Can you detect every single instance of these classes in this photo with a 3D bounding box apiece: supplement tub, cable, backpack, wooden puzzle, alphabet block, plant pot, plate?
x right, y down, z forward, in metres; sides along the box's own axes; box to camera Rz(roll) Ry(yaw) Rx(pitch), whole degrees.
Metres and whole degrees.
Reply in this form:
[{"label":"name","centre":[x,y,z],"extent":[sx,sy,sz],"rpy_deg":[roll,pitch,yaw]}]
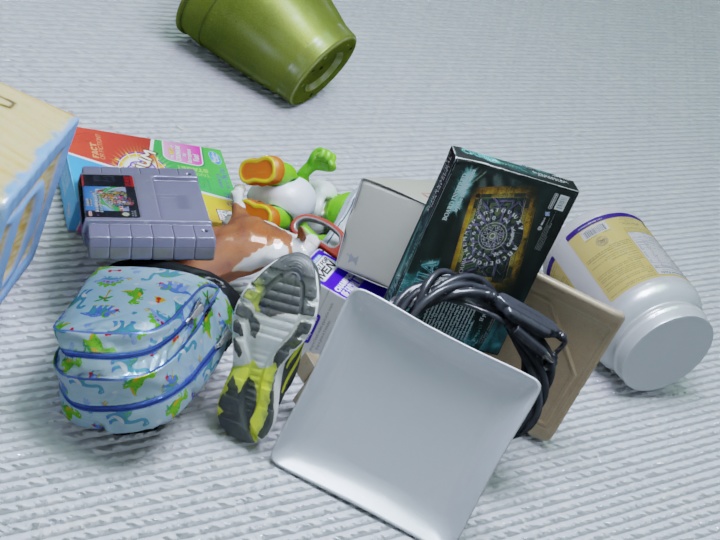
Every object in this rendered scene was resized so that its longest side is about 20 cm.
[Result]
[{"label":"supplement tub","centre":[0.327,0.034,1.717],"extent":[0.145,0.145,0.200],"rpy_deg":[3,39,-31]},{"label":"cable","centre":[0.099,0.089,1.387],"extent":[0.200,0.163,0.051],"rpy_deg":[27,11,-21]},{"label":"backpack","centre":[-0.211,0.069,1.319],"extent":[0.163,0.154,0.200],"rpy_deg":[9,45,13]},{"label":"wooden puzzle","centre":[0.159,0.074,1.497],"extent":[0.185,0.200,0.037],"rpy_deg":[27,35,1]},{"label":"alphabet block","centre":[-0.412,-0.073,1.329],"extent":[0.200,0.195,0.196],"rpy_deg":[25,31,-4]},{"label":"plant pot","centre":[-0.115,-0.336,1.921],"extent":[0.193,0.200,0.200],"rpy_deg":[46,36,8]},{"label":"plate","centre":[0.042,0.141,1.337],"extent":[0.199,0.200,0.032],"rpy_deg":[27,16,2]}]

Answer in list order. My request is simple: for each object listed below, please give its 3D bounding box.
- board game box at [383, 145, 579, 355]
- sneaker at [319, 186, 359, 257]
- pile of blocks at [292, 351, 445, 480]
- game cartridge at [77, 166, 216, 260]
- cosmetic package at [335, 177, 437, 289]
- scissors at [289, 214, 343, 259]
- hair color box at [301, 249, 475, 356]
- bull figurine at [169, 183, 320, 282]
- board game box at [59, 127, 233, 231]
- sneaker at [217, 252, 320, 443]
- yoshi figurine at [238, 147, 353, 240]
[{"label":"board game box","centre":[0.114,-0.017,1.391],"extent":[0.135,0.200,0.028],"rpy_deg":[15,27,-18]},{"label":"sneaker","centre":[-0.004,-0.021,1.573],"extent":[0.073,0.071,0.200],"rpy_deg":[41,55,-32]},{"label":"pile of blocks","centre":[0.012,0.160,1.414],"extent":[0.200,0.062,0.082],"rpy_deg":[37,21,3]},{"label":"game cartridge","centre":[-0.224,-0.063,1.446],"extent":[0.130,0.038,0.200],"rpy_deg":[4,23,-15]},{"label":"cosmetic package","centre":[0.068,-0.039,1.514],"extent":[0.087,0.103,0.200],"rpy_deg":[24,14,26]},{"label":"scissors","centre":[0.000,0.000,1.524],"extent":[0.200,0.014,0.073],"rpy_deg":[25,71,21]},{"label":"hair color box","centre":[0.010,0.077,1.476],"extent":[0.200,0.109,0.065],"rpy_deg":[30,33,6]},{"label":"bull figurine","centre":[-0.146,-0.025,1.501],"extent":[0.200,0.065,0.121],"rpy_deg":[-19,41,-13]},{"label":"board game box","centre":[-0.244,-0.094,1.608],"extent":[0.200,0.040,0.153],"rpy_deg":[7,37,-27]},{"label":"sneaker","centre":[-0.088,0.065,1.355],"extent":[0.074,0.200,0.085],"rpy_deg":[23,22,1]},{"label":"yoshi figurine","centre":[-0.052,-0.076,1.633],"extent":[0.200,0.112,0.112],"rpy_deg":[10,44,-58]}]
